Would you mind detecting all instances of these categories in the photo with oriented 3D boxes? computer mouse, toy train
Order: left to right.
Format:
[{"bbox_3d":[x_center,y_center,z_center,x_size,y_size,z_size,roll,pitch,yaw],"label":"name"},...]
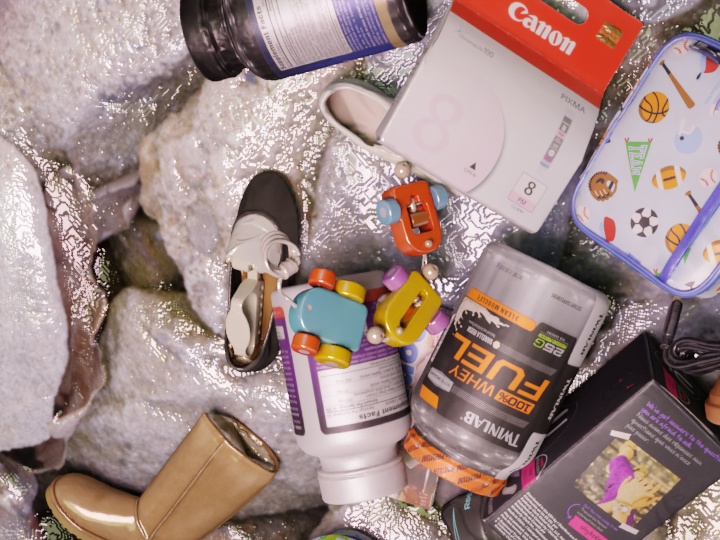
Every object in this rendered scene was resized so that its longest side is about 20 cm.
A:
[{"bbox_3d":[0.000,0.000,0.843,0.056,0.199,0.151,-17,94,56],"label":"toy train"},{"bbox_3d":[0.326,0.005,0.828,0.046,0.201,0.140,32,152,-24],"label":"computer mouse"}]

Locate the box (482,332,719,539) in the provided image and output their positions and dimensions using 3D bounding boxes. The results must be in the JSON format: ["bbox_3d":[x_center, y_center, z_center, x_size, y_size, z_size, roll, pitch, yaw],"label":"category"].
[{"bbox_3d":[0.218,0.172,0.884,0.106,0.122,0.200,44,109,-3],"label":"box"}]

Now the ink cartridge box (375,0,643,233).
[{"bbox_3d":[0.128,-0.156,0.824,0.162,0.057,0.201,29,103,-13],"label":"ink cartridge box"}]

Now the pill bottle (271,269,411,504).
[{"bbox_3d":[-0.013,0.107,0.917,0.111,0.111,0.202,-10,91,16],"label":"pill bottle"}]

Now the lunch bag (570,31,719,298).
[{"bbox_3d":[0.278,-0.085,0.798,0.160,0.075,0.201,42,112,33],"label":"lunch bag"}]

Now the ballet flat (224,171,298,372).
[{"bbox_3d":[-0.099,0.008,0.952,0.068,0.068,0.202,9,105,16],"label":"ballet flat"}]

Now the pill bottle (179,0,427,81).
[{"bbox_3d":[-0.050,-0.230,0.858,0.199,0.112,0.113,-11,101,17],"label":"pill bottle"}]

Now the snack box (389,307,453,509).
[{"bbox_3d":[0.057,0.132,0.967,0.071,0.024,0.201,15,107,13],"label":"snack box"}]

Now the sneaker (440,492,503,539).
[{"bbox_3d":[0.141,0.308,0.976,0.079,0.075,0.201,-16,93,31],"label":"sneaker"}]

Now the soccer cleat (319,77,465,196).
[{"bbox_3d":[0.053,-0.114,0.879,0.199,0.078,0.070,25,108,7],"label":"soccer cleat"}]

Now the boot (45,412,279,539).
[{"bbox_3d":[-0.210,0.218,1.040,0.175,0.066,0.200,37,111,-10],"label":"boot"}]

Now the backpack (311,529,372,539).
[{"bbox_3d":[0.002,0.358,0.988,0.200,0.154,0.163,37,113,-20],"label":"backpack"}]

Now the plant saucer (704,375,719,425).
[{"bbox_3d":[0.372,0.080,0.786,0.199,0.200,0.038,-17,86,17],"label":"plant saucer"}]

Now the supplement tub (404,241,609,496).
[{"bbox_3d":[0.123,0.087,0.867,0.122,0.123,0.201,26,94,7],"label":"supplement tub"}]
